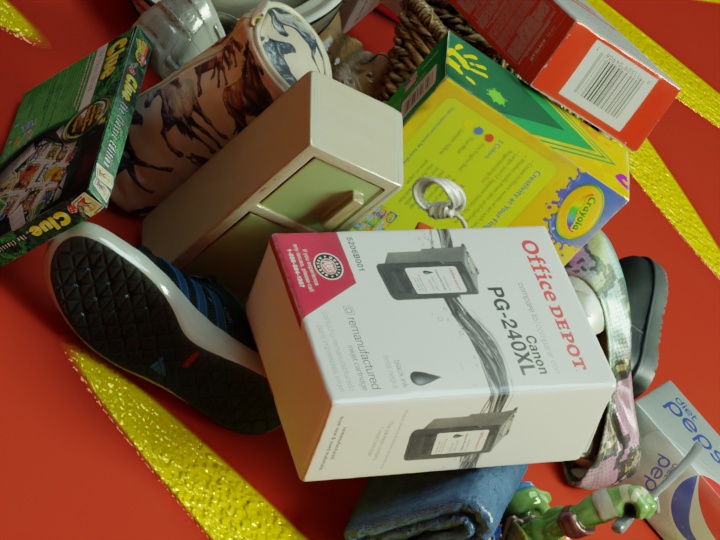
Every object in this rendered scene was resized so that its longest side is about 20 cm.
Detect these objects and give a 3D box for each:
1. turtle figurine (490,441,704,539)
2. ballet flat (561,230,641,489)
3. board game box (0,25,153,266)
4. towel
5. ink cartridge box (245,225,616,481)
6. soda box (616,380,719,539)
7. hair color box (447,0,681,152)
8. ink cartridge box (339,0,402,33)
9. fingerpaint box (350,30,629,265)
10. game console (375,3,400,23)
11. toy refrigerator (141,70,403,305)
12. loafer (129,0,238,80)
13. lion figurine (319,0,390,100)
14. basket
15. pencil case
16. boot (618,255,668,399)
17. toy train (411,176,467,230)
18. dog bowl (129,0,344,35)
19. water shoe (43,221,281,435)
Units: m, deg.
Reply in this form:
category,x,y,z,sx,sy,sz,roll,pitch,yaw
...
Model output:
category,x,y,z,sx,sy,sz,roll,pitch,yaw
turtle figurine,0.176,0.217,1.632,0.200,0.144,0.194,16,42,-31
ballet flat,0.163,0.066,1.802,0.071,0.069,0.200,-17,103,-44
board game box,-0.196,-0.081,1.611,0.023,0.105,0.200,48,27,-25
towel,0.064,0.134,1.637,0.049,0.111,0.200,65,25,-15
ink cartridge box,0.044,0.050,1.567,0.200,0.083,0.145,-3,49,-22
soda box,0.267,0.183,1.853,0.200,0.063,0.068,50,32,12
hair color box,0.146,-0.174,1.835,0.111,0.064,0.200,29,15,-29
ink cartridge box,-0.025,-0.277,2.007,0.200,0.117,0.067,39,48,7
fingerpaint box,0.070,-0.047,1.779,0.167,0.200,0.073,32,31,-16
game console,-0.003,-0.300,2.176,0.200,0.031,0.177,30,33,-22
toy refrigerator,-0.061,-0.042,1.616,0.076,0.200,0.070,24,48,-29
loafer,-0.106,-0.149,1.770,0.070,0.070,0.200,47,1,16
lion figurine,-0.065,-0.187,1.942,0.200,0.073,0.123,18,46,-12
basket,0.120,-0.132,1.930,0.143,0.149,0.200,18,6,36
pencil case,-0.105,-0.110,1.654,0.089,0.200,0.078,38,43,-26
boot,0.147,0.000,1.952,0.200,0.066,0.165,29,31,-14
toy train,0.000,0.000,1.700,0.150,0.200,0.056,51,47,-33
dog bowl,-0.096,-0.242,1.881,0.200,0.074,0.200,4,60,-7
water shoe,-0.125,0.031,1.596,0.200,0.071,0.079,42,23,-21
